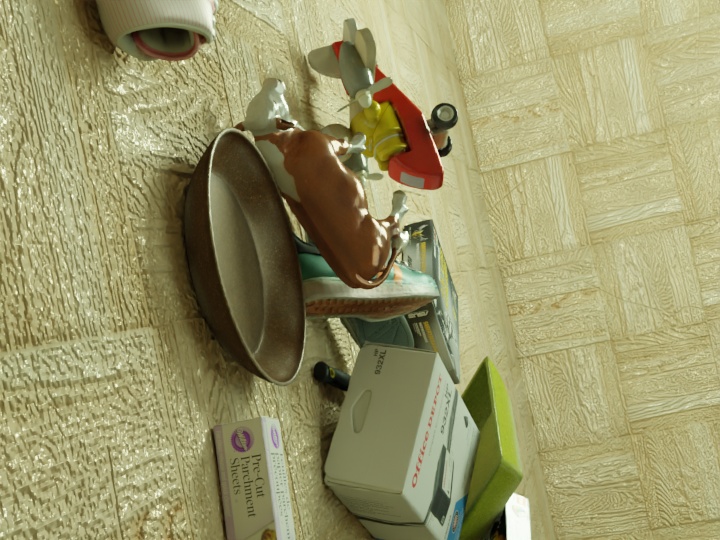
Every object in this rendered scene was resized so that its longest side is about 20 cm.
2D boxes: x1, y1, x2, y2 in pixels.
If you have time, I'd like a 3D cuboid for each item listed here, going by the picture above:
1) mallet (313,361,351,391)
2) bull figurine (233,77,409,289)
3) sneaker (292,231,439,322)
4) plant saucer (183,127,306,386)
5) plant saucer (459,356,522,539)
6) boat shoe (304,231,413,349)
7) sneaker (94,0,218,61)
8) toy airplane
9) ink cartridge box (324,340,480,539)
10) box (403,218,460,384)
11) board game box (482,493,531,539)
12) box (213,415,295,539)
[{"bbox_3d":[-0.003,0.129,1.097,0.200,0.041,0.067,20,61,-69],"label":"mallet"},{"bbox_3d":[-0.029,-0.077,0.944,0.121,0.065,0.202,-27,88,-53],"label":"bull figurine"},{"bbox_3d":[0.000,0.000,1.015,0.199,0.071,0.081,5,63,-48],"label":"sneaker"},{"bbox_3d":[-0.091,-0.007,0.832,0.200,0.036,0.203,-13,90,-76],"label":"plant saucer"},{"bbox_3d":[0.125,0.233,1.219,0.200,0.047,0.202,-87,-159,-62],"label":"plant saucer"},{"bbox_3d":[-0.008,0.011,1.096,0.065,0.074,0.204,29,-30,61],"label":"boat shoe"},{"bbox_3d":[-0.129,-0.197,0.755,0.200,0.074,0.106,-30,103,-68],"label":"sneaker"},{"bbox_3d":[0.000,-0.181,1.217,0.199,0.141,0.201,24,-33,58],"label":"toy airplane"},{"bbox_3d":[0.049,0.184,1.067,0.201,0.083,0.147,59,42,-54],"label":"ink cartridge box"},{"bbox_3d":[0.105,0.047,1.588,0.201,0.048,0.160,-84,158,-52],"label":"box"},{"bbox_3d":[0.128,0.355,1.174,0.127,0.034,0.201,-80,-165,-60],"label":"board game box"},{"bbox_3d":[-0.066,0.204,0.740,0.039,0.041,0.203,33,47,-72],"label":"box"}]
